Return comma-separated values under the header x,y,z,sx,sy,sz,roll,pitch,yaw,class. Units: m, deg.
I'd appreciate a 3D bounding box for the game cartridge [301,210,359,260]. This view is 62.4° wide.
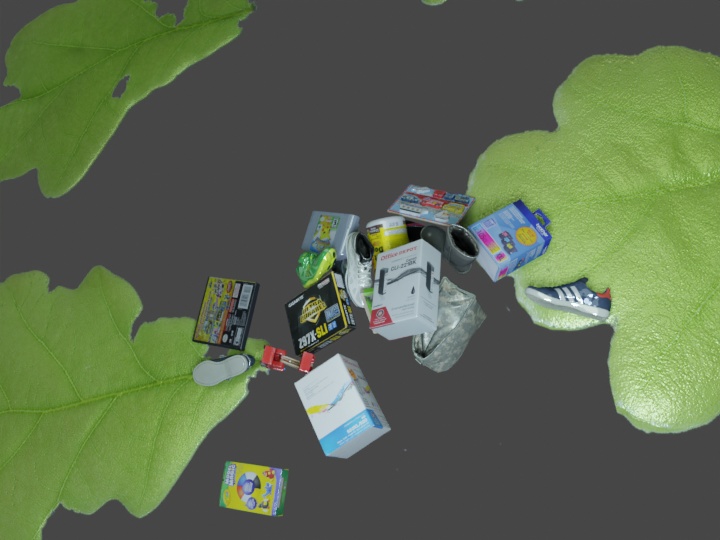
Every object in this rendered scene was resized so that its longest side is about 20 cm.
x,y,z,sx,sy,sz,roll,pitch,yaw,class
-0.089,-0.096,1.668,0.198,0.040,0.136,10,84,48,game cartridge

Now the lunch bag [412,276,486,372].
x,y,z,sx,sy,sz,roll,pitch,yaw,class
0.201,0.144,1.441,0.117,0.164,0.202,31,85,29,lunch bag

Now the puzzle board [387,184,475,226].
x,y,z,sx,sy,sz,roll,pitch,yaw,class
0.190,-0.178,1.588,0.197,0.018,0.151,15,41,25,puzzle board

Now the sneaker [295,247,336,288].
x,y,z,sx,sy,sz,roll,pitch,yaw,class
-0.131,-0.015,1.618,0.084,0.200,0.074,49,55,0,sneaker

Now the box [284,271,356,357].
x,y,z,sx,sy,sz,roll,pitch,yaw,class
-0.112,0.122,1.607,0.198,0.049,0.163,-32,64,32,box

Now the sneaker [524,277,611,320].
x,y,z,sx,sy,sz,roll,pitch,yaw,class
0.493,0.052,1.410,0.196,0.075,0.086,15,80,15,sneaker

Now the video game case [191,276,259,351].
x,y,z,sx,sy,sz,roll,pitch,yaw,class
-0.400,0.125,1.769,0.177,0.025,0.204,6,76,23,video game case

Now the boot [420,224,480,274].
x,y,z,sx,sy,sz,roll,pitch,yaw,class
0.217,-0.071,1.472,0.181,0.200,0.073,39,90,15,boot

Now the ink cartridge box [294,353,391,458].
x,y,z,sx,sy,sz,roll,pitch,yaw,class
-0.044,0.339,1.485,0.143,0.147,0.202,-34,64,8,ink cartridge box

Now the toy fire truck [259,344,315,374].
x,y,z,sx,sy,sz,roll,pitch,yaw,class
-0.194,0.240,1.573,0.138,0.200,0.050,15,74,-3,toy fire truck

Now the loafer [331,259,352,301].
x,y,z,sx,sy,sz,roll,pitch,yaw,class
-0.041,-0.007,1.659,0.071,0.062,0.204,-32,55,44,loafer

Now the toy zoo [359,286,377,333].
x,y,z,sx,sy,sz,roll,pitch,yaw,class
0.109,0.091,1.524,0.196,0.133,0.021,-10,30,16,toy zoo

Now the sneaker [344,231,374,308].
x,y,z,sx,sy,sz,roll,pitch,yaw,class
0.000,0.000,1.535,0.074,0.115,0.205,-8,91,-8,sneaker

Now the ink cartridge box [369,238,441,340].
x,y,z,sx,sy,sz,roll,pitch,yaw,class
0.107,0.045,1.398,0.143,0.083,0.204,-18,53,39,ink cartridge box

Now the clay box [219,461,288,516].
x,y,z,sx,sy,sz,roll,pitch,yaw,class
-0.291,0.570,1.563,0.196,0.048,0.117,0,72,21,clay box

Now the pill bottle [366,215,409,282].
x,y,z,sx,sy,sz,roll,pitch,yaw,class
0.082,-0.035,1.565,0.107,0.109,0.205,-11,87,17,pill bottle

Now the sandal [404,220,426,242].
x,y,z,sx,sy,sz,roll,pitch,yaw,class
0.155,-0.095,1.607,0.197,0.045,0.077,16,81,26,sandal

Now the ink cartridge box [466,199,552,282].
x,y,z,sx,sy,sz,roll,pitch,yaw,class
0.376,-0.083,1.474,0.197,0.077,0.137,-27,63,-16,ink cartridge box

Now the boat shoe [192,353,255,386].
x,y,z,sx,sy,sz,roll,pitch,yaw,class
-0.389,0.277,1.690,0.197,0.062,0.076,-23,81,23,boat shoe
